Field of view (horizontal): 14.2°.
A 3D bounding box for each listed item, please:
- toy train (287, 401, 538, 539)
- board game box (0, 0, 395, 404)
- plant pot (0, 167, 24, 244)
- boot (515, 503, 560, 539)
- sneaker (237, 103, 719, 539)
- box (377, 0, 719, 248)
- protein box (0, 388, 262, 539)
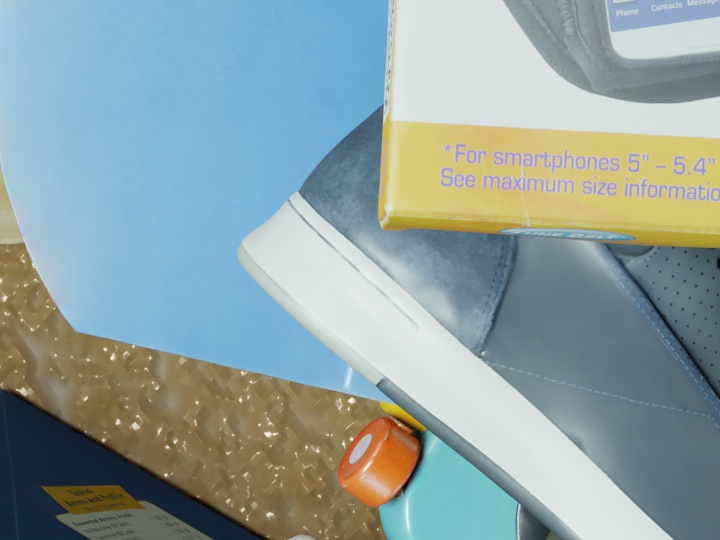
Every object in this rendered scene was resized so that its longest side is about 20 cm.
[{"bbox_3d":[0.000,0.000,0.766,0.056,0.149,0.201,180,85,-71],"label":"toy train"},{"bbox_3d":[0.012,-0.049,0.703,0.199,0.039,0.159,13,94,-5],"label":"board game box"},{"bbox_3d":[-0.131,-0.096,0.823,0.199,0.028,0.201,14,132,17],"label":"plant pot"},{"bbox_3d":[0.076,0.035,0.722,0.097,0.075,0.201,-20,87,-16],"label":"boot"},{"bbox_3d":[0.094,0.008,0.654,0.202,0.077,0.146,41,91,-8],"label":"sneaker"},{"bbox_3d":[0.067,-0.106,0.592,0.118,0.041,0.201,3,89,-1],"label":"box"},{"bbox_3d":[-0.096,0.140,0.768,0.199,0.198,0.136,27,104,23],"label":"protein box"}]
